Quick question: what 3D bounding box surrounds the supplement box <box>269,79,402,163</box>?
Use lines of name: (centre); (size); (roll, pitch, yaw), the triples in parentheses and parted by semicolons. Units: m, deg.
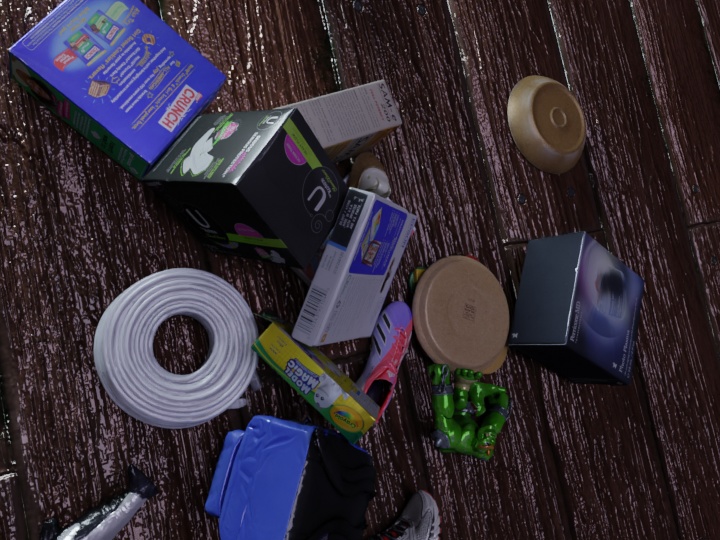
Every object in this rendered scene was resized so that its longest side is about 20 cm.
supplement box: (-0.057, -0.197, 0.865); (0.199, 0.126, 0.074); (-24, 91, -28)

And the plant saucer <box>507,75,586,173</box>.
plant saucer: (0.374, -0.290, 1.155); (0.199, 0.035, 0.202); (5, 78, -27)

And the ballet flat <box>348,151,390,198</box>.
ballet flat: (0.011, -0.093, 0.890); (0.067, 0.072, 0.201); (22, 71, -23)

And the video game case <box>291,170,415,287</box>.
video game case: (-0.016, -0.047, 0.920); (0.143, 0.017, 0.200); (46, 64, -13)

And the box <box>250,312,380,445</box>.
box: (-0.063, 0.131, 0.768); (0.200, 0.117, 0.048); (44, 89, 7)

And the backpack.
backpack: (-0.077, 0.271, 0.751); (0.200, 0.167, 0.164); (39, 65, -52)

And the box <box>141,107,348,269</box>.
box: (-0.139, -0.103, 0.740); (0.125, 0.199, 0.149); (-57, 133, -23)

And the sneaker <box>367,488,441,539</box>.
sneaker: (0.045, 0.399, 0.836); (0.082, 0.078, 0.201); (40, 65, -14)

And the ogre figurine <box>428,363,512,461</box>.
ogre figurine: (0.168, 0.225, 0.923); (0.200, 0.097, 0.121); (44, 54, -57)

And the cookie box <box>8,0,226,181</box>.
cookie box: (-0.308, -0.249, 0.772); (0.200, 0.075, 0.172); (40, 65, -15)

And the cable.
cable: (-0.228, 0.097, 0.754); (0.199, 0.069, 0.202); (-14, 87, -29)

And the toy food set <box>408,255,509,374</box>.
toy food set: (0.166, 0.070, 0.975); (0.199, 0.049, 0.200); (3, 79, -26)

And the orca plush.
orca plush: (-0.330, 0.296, 0.665); (0.071, 0.105, 0.200); (35, 74, 20)

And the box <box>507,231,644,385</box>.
box: (0.375, 0.071, 1.024); (0.198, 0.123, 0.201); (28, 68, -30)

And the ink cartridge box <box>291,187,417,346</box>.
ink cartridge box: (0.000, 0.000, 0.799); (0.043, 0.200, 0.199); (23, 95, 21)

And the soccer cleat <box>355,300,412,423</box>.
soccer cleat: (0.038, 0.136, 0.881); (0.066, 0.076, 0.201); (34, 68, -19)
